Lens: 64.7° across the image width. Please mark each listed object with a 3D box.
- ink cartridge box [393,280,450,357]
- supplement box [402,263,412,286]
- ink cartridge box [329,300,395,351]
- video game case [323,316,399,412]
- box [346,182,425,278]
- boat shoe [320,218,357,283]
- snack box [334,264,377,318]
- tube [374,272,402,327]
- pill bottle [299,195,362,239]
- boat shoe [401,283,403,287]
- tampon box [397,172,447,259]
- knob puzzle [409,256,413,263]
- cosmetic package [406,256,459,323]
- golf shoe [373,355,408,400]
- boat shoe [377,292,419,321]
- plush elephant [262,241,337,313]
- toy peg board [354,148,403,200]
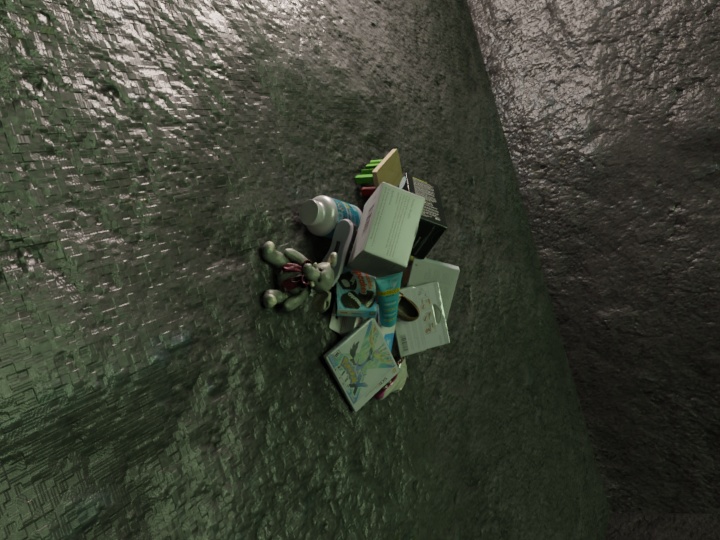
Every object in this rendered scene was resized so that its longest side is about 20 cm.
[{"bbox_3d":[0.175,0.147,1.762,0.169,0.043,0.205,-12,92,-16],"label":"ink cartridge box"},{"bbox_3d":[0.169,0.079,1.897,0.073,0.124,0.204,-27,100,-54],"label":"supplement box"},{"bbox_3d":[0.010,0.150,1.644,0.198,0.066,0.118,33,56,-33],"label":"ink cartridge box"},{"bbox_3d":[0.007,0.261,1.585,0.181,0.022,0.203,-38,116,-23],"label":"video game case"},{"bbox_3d":[0.066,-0.100,1.547,0.128,0.200,0.203,20,74,-9],"label":"box"},{"bbox_3d":[-0.058,-0.043,1.579,0.066,0.069,0.205,6,103,-59],"label":"boat shoe"},{"bbox_3d":[-0.016,0.039,1.610,0.113,0.037,0.203,3,51,-10],"label":"snack box"},{"bbox_3d":[0.077,0.078,1.566,0.202,0.076,0.051,87,-17,-49],"label":"tube"},{"bbox_3d":[-0.084,-0.147,1.614,0.198,0.109,0.114,8,70,-55],"label":"pill bottle"},{"bbox_3d":[0.080,0.109,1.801,0.068,0.073,0.203,39,62,-33],"label":"boat shoe"},{"bbox_3d":[0.167,-0.169,1.764,0.124,0.151,0.203,17,42,-20],"label":"tampon box"},{"bbox_3d":[0.117,-0.106,1.841,0.216,0.030,0.224,20,53,-29],"label":"knob puzzle"},{"bbox_3d":[0.217,0.070,1.800,0.052,0.147,0.205,-74,177,-76],"label":"cosmetic package"},{"bbox_3d":[0.101,0.344,1.740,0.200,0.074,0.093,-45,118,-52],"label":"golf shoe"},{"bbox_3d":[0.095,0.086,1.683,0.197,0.072,0.077,27,85,-10],"label":"boat shoe"},{"bbox_3d":[-0.136,0.020,1.428,0.199,0.152,0.169,27,56,-48],"label":"plush elephant"},{"bbox_3d":[0.069,-0.279,1.936,0.201,0.096,0.203,-53,136,-49],"label":"toy peg board"}]
